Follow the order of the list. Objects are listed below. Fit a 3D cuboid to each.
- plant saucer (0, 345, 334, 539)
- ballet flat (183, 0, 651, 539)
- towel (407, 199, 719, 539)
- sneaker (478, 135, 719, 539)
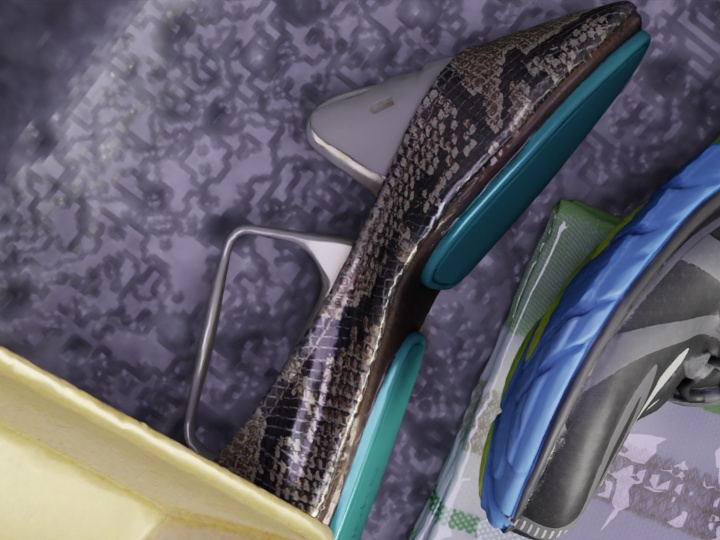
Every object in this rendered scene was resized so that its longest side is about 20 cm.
[{"bbox_3d":[-0.135,0.096,0.720,0.200,0.048,0.200,-50,134,7],"label":"plant saucer"},{"bbox_3d":[0.000,0.000,0.791,0.075,0.068,0.200,31,94,11],"label":"ballet flat"},{"bbox_3d":[0.082,0.096,0.829,0.149,0.031,0.200,23,91,-11],"label":"towel"},{"bbox_3d":[0.112,0.005,0.775,0.200,0.071,0.083,-40,86,-19],"label":"sneaker"}]
